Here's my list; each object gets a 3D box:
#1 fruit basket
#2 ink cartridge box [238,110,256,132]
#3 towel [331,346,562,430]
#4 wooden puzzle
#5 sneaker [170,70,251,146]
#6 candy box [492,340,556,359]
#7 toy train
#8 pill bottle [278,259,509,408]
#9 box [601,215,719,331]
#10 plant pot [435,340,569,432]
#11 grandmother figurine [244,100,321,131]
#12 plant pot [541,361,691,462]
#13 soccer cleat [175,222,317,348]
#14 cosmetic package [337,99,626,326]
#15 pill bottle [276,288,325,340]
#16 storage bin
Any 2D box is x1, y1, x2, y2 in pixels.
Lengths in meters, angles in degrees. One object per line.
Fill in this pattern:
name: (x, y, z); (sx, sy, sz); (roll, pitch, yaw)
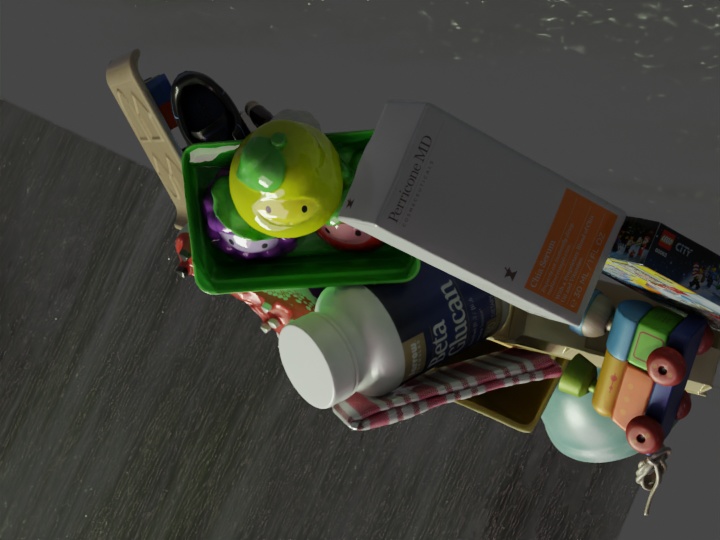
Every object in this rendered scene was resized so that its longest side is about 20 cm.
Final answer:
fruit basket: (-0.054, -0.057, 1.180); (0.215, 0.156, 0.216); (-5, -168, 1)
ink cartridge box: (-0.075, -0.099, 1.574); (0.200, 0.084, 0.145); (26, 177, -15)
towel: (0.075, 0.111, 1.272); (0.199, 0.030, 0.146); (-15, -179, -6)
wooden puzzle: (-0.204, -0.139, 1.472); (0.200, 0.046, 0.185); (67, 166, -12)
sneaker: (-0.127, -0.103, 1.350); (0.200, 0.070, 0.078); (58, 180, -1)
candy box: (0.123, 0.038, 1.515); (0.199, 0.057, 0.117); (20, -177, 3)
toy train: (0.226, 0.116, 1.226); (0.116, 0.201, 0.085); (25, -148, 24)
pill bottle: (0.029, 0.046, 1.256); (0.200, 0.111, 0.111); (-26, -152, -30)
box: (0.270, 0.007, 1.153); (0.200, 0.038, 0.137); (26, 177, -27)
plant pot: (0.132, 0.052, 1.710); (0.195, 0.195, 0.200); (26, -178, -36)
grandmother figurine: (-0.069, -0.121, 1.368); (0.121, 0.061, 0.200); (30, 177, -2)
plant pot: (0.302, 0.123, 1.761); (0.200, 0.200, 0.134); (20, 151, 53)
soccer cleat: (-0.084, 0.010, 1.320); (0.200, 0.085, 0.069); (33, 151, 3)
cosmetic package: (0.095, -0.043, 1.060); (0.200, 0.102, 0.071); (25, 177, -26)
pill bottle: (0.000, 0.000, 1.407); (0.112, 0.200, 0.112); (23, 171, 4)
storage bin: (0.234, 0.048, 1.357); (0.199, 0.094, 0.199); (16, 178, -5)
